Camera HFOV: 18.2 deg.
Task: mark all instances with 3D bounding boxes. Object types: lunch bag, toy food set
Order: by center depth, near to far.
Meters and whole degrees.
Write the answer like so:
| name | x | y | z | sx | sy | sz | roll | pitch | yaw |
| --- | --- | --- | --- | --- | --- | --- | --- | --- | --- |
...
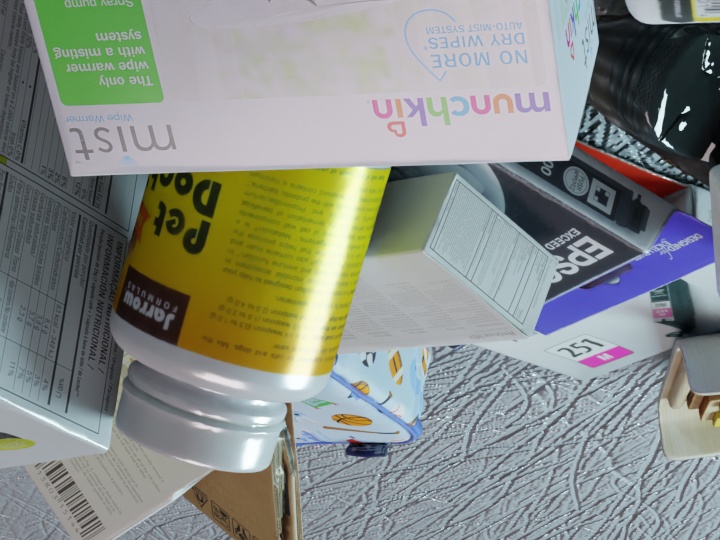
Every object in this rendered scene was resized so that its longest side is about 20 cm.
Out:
| name | x | y | z | sx | sy | sz | roll | pitch | yaw |
| --- | --- | --- | --- | --- | --- | --- | --- | --- | --- |
| toy food set | 0.257 | 0.077 | 1.340 | 0.142 | 0.061 | 0.200 | -8 | 163 | 0 |
| lunch bag | -0.053 | 0.056 | 1.398 | 0.159 | 0.076 | 0.200 | -3 | 155 | 25 |

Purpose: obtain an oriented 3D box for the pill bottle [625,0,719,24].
| name | x | y | z | sx | sy | sz | roll | pitch | yaw |
| --- | --- | --- | --- | --- | --- | --- | --- | --- | --- |
| pill bottle | 0.195 | -0.148 | 0.811 | 0.198 | 0.115 | 0.114 | 0 | 157 | 11 |

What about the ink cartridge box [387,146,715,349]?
| name | x | y | z | sx | sy | sz | roll | pitch | yaw |
| --- | --- | --- | --- | --- | --- | --- | --- | --- | --- |
| ink cartridge box | 0.065 | -0.018 | 1.172 | 0.199 | 0.044 | 0.198 | 28 | 154 | -18 |

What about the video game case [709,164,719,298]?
| name | x | y | z | sx | sy | sz | roll | pitch | yaw |
| --- | --- | --- | --- | --- | --- | --- | --- | --- | --- |
| video game case | 0.263 | -0.046 | 1.066 | 0.198 | 0.018 | 0.143 | -20 | 155 | 2 |

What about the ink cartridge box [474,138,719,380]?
| name | x | y | z | sx | sy | sz | roll | pitch | yaw |
| --- | --- | --- | --- | --- | --- | --- | --- | --- | --- |
| ink cartridge box | 0.123 | -0.001 | 1.264 | 0.172 | 0.044 | 0.200 | 18 | 154 | -30 |

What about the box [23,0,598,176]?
| name | x | y | z | sx | sy | sz | roll | pitch | yaw |
| --- | --- | --- | --- | --- | --- | --- | --- | --- | --- |
| box | -0.022 | -0.134 | 0.824 | 0.198 | 0.097 | 0.178 | -1 | 123 | 14 |

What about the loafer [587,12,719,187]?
| name | x | y | z | sx | sy | sz | roll | pitch | yaw |
| --- | --- | --- | --- | --- | --- | --- | --- | --- | --- |
| loafer | 0.162 | -0.080 | 1.059 | 0.072 | 0.073 | 0.200 | 30 | -179 | 36 |

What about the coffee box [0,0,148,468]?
| name | x | y | z | sx | sy | sz | roll | pitch | yaw |
| --- | --- | --- | --- | --- | --- | --- | --- | --- | --- |
| coffee box | -0.240 | -0.023 | 1.085 | 0.198 | 0.202 | 0.197 | -11 | 153 | 35 |

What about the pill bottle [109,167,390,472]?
| name | x | y | z | sx | sy | sz | roll | pitch | yaw |
| --- | --- | --- | --- | --- | --- | --- | --- | --- | --- |
| pill bottle | -0.052 | -0.013 | 1.048 | 0.108 | 0.202 | 0.109 | 16 | -171 | -2 |

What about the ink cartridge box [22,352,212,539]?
| name | x | y | z | sx | sy | sz | roll | pitch | yaw |
| --- | --- | --- | --- | --- | --- | --- | --- | --- | --- |
| ink cartridge box | -0.151 | 0.039 | 1.251 | 0.176 | 0.201 | 0.045 | -34 | 180 | 41 |

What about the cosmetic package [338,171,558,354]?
| name | x | y | z | sx | sy | sz | roll | pitch | yaw |
| --- | --- | --- | --- | --- | --- | --- | --- | --- | --- |
| cosmetic package | 0.000 | 0.000 | 1.143 | 0.082 | 0.051 | 0.199 | 40 | 152 | -31 |

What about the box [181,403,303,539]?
| name | x | y | z | sx | sy | sz | roll | pitch | yaw |
| --- | --- | --- | --- | --- | --- | --- | --- | --- | --- |
| box | -0.108 | 0.066 | 1.283 | 0.200 | 0.021 | 0.164 | 36 | 145 | 33 |
